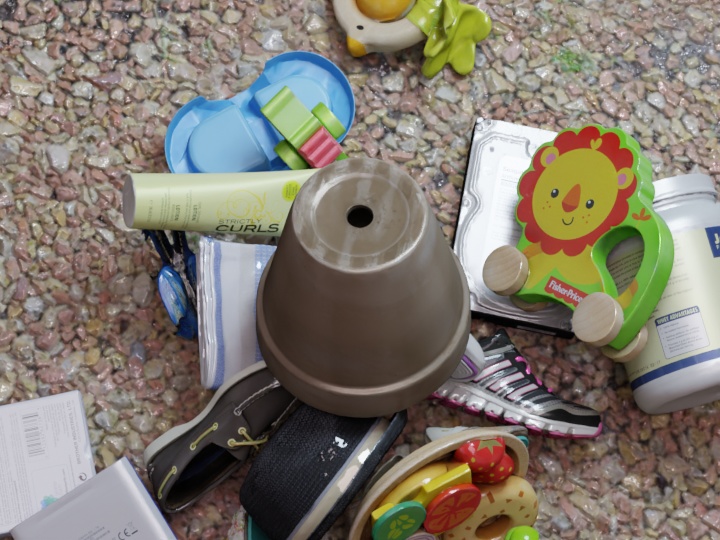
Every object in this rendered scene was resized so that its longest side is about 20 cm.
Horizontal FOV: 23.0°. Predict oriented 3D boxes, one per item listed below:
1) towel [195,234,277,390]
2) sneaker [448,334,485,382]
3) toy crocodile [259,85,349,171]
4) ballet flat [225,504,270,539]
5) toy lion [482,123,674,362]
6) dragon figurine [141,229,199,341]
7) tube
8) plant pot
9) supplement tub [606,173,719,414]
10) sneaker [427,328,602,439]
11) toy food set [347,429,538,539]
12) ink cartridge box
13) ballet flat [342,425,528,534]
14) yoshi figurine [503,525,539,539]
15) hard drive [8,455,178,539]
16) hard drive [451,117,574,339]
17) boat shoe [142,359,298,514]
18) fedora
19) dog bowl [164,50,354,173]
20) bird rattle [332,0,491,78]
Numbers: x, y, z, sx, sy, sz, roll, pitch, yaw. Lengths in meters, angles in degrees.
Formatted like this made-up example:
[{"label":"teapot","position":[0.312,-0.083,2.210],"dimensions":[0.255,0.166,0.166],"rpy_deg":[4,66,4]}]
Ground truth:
[{"label":"towel","position":[-0.067,0.046,1.688],"dimensions":[0.198,0.024,0.149],"rpy_deg":[6,75,-32]},{"label":"sneaker","position":[0.046,0.024,1.677],"dimensions":[0.199,0.075,0.100],"rpy_deg":[37,47,12]},{"label":"toy crocodile","position":[-0.026,-0.097,1.714],"dimensions":[0.067,0.062,0.201],"rpy_deg":[-39,121,-4]},{"label":"ballet flat","position":[-0.102,0.318,1.639],"dimensions":[0.063,0.076,0.202],"rpy_deg":[-19,73,12]},{"label":"toy lion","position":[0.216,-0.038,1.656],"dimensions":[0.199,0.068,0.193],"rpy_deg":[30,91,45]},{"label":"dragon figurine","position":[-0.163,0.020,1.694],"dimensions":[0.058,0.100,0.202],"rpy_deg":[-22,78,-8]},{"label":"tube","position":[-0.122,-0.064,1.659],"dimensions":[0.198,0.058,0.053],"rpy_deg":[1,69,-23]},{"label":"plant pot","position":[0.000,0.000,1.541],"dimensions":[0.197,0.174,0.202],"rpy_deg":[-1,58,2]},{"label":"supplement tub","position":[0.308,0.023,1.698],"dimensions":[0.143,0.145,0.202],"rpy_deg":[-14,77,-7]},{"label":"sneaker","position":[0.144,0.103,1.704],"dimensions":[0.198,0.074,0.088],"rpy_deg":[18,81,6]},{"label":"toy food set","position":[0.073,0.223,1.615],"dimensions":[0.196,0.201,0.049],"rpy_deg":[-26,55,-13]},{"label":"ink cartridge box","position":[-0.350,0.193,1.669],"dimensions":[0.198,0.042,0.121],"rpy_deg":[-11,77,-9]},{"label":"ballet flat","position":[0.064,0.190,1.671],"dimensions":[0.199,0.068,0.067],"rpy_deg":[-35,59,-1]},{"label":"yoshi figurine","position":[0.179,0.335,1.627],"dimensions":[0.111,0.112,0.203],"rpy_deg":[4,79,-48]},{"label":"hard drive","position":[-0.216,0.289,1.618],"dimensions":[0.131,0.025,0.201],"rpy_deg":[-32,90,13]},{"label":"hard drive","position":[0.164,-0.043,1.763],"dimensions":[0.138,0.038,0.202],"rpy_deg":[12,74,-1]},{"label":"boat shoe","position":[-0.119,0.153,1.637],"dimensions":[0.201,0.071,0.061],"rpy_deg":[-39,50,24]},{"label":"fedora","position":[-0.046,0.180,1.611],"dimensions":[0.091,0.201,0.201],"rpy_deg":[37,76,1]},{"label":"dog bowl","position":[-0.100,-0.137,1.765],"dimensions":[0.199,0.050,0.112],"rpy_deg":[-29,79,-11]},{"label":"bird rattle","position":[0.047,-0.295,1.793],"dimensions":[0.161,0.113,0.202],"rpy_deg":[-14,73,10]}]
